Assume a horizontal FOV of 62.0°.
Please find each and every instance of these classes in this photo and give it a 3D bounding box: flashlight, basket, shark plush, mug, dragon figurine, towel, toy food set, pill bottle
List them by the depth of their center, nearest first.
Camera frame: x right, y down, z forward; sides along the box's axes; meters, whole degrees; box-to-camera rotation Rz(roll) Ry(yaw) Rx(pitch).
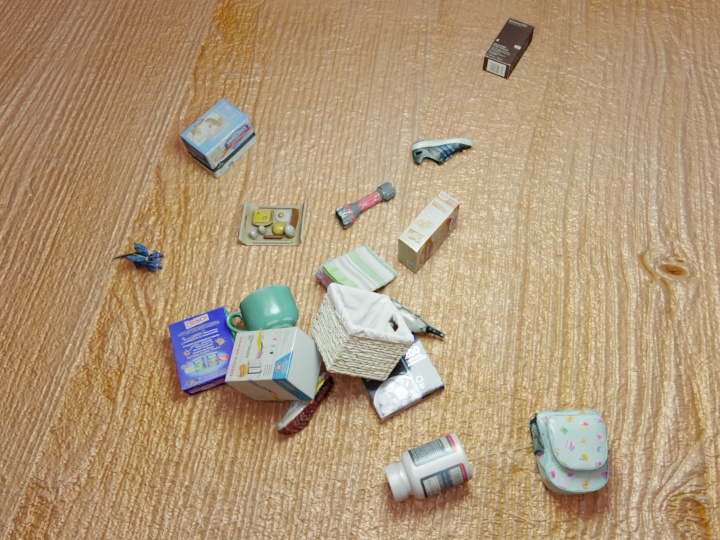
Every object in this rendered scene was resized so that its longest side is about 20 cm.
[{"bbox_3d":[0.165,0.497,1.494,0.199,0.120,0.120,-19,65,-4],"label":"pill bottle"},{"bbox_3d":[-0.004,0.163,1.570,0.199,0.161,0.199,15,26,-31],"label":"basket"},{"bbox_3d":[-0.263,0.135,1.686,0.184,0.152,0.115,-34,67,21],"label":"mug"},{"bbox_3d":[0.147,0.130,1.691,0.199,0.083,0.092,14,105,17],"label":"shark plush"},{"bbox_3d":[0.000,0.000,1.729,0.149,0.031,0.200,41,39,20],"label":"towel"},{"bbox_3d":[-0.670,-0.043,1.822,0.199,0.100,0.059,19,67,13],"label":"dragon figurine"},{"bbox_3d":[0.018,-0.207,1.861,0.199,0.068,0.068,-30,65,-9],"label":"flashlight"},{"bbox_3d":[-0.270,-0.154,1.863,0.198,0.061,0.145,1,66,5],"label":"toy food set"}]

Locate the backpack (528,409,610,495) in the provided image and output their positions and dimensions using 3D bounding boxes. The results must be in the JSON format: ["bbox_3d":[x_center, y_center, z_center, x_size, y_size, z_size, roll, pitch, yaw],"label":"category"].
[{"bbox_3d":[0.520,0.447,1.475,0.174,0.153,0.202,-1,71,-2],"label":"backpack"}]

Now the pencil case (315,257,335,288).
[{"bbox_3d":[-0.038,0.050,1.737,0.087,0.088,0.200,-42,68,-14],"label":"pencil case"}]

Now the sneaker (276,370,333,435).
[{"bbox_3d":[-0.158,0.355,1.620,0.082,0.078,0.200,26,66,31],"label":"sneaker"}]

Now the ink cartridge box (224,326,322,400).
[{"bbox_3d":[-0.226,0.250,1.586,0.199,0.145,0.148,-8,55,27],"label":"ink cartridge box"}]

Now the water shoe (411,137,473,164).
[{"bbox_3d":[0.265,-0.380,1.933,0.198,0.072,0.080,-4,92,1],"label":"water shoe"}]

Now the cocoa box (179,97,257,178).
[{"bbox_3d":[-0.462,-0.435,1.970,0.133,0.131,0.200,38,73,19],"label":"cocoa box"}]

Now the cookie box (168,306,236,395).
[{"bbox_3d":[-0.432,0.225,1.692,0.170,0.075,0.201,-18,65,-4],"label":"cookie box"}]

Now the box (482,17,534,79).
[{"bbox_3d":[0.514,-0.770,2.080,0.100,0.075,0.201,26,68,16],"label":"box"}]

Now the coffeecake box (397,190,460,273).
[{"bbox_3d":[0.198,-0.111,1.754,0.073,0.154,0.200,37,73,18],"label":"coffeecake box"}]

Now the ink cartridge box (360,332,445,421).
[{"bbox_3d":[0.099,0.276,1.644,0.197,0.043,0.201,-26,64,-8],"label":"ink cartridge box"}]
